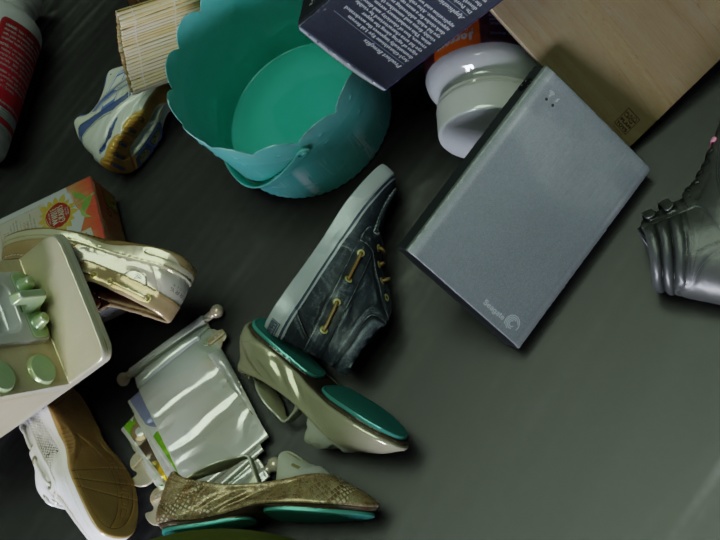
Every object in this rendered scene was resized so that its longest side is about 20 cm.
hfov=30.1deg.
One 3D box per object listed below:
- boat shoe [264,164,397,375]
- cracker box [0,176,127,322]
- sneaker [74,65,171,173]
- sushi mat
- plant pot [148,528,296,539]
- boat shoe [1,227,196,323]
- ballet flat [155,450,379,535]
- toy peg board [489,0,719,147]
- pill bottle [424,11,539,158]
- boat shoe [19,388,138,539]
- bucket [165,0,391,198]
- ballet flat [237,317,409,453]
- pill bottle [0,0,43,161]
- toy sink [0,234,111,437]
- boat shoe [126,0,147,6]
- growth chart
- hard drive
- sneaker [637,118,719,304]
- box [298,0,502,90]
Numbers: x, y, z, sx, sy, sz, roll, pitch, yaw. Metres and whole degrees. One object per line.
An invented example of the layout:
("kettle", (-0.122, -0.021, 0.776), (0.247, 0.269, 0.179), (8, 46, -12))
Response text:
("boat shoe", (0.000, 0.000, 1.223), (0.091, 0.071, 0.201), (33, 65, 1))
("cracker box", (-0.331, 0.010, 1.347), (0.199, 0.058, 0.134), (-23, 63, 9))
("sneaker", (-0.221, -0.200, 1.388), (0.088, 0.075, 0.200), (37, 84, 31))
("sushi mat", (-0.144, -0.244, 1.325), (0.199, 0.096, 0.012), (-23, 49, -18))
("plant pot", (-0.120, 0.282, 1.060), (0.186, 0.200, 0.188), (-8, 65, 18))
("boat shoe", (-0.254, 0.009, 1.246), (0.199, 0.074, 0.070), (7, 67, 21))
("ballet flat", (-0.083, 0.189, 1.155), (0.199, 0.071, 0.066), (-6, 68, 9))
("toy peg board", (0.227, -0.251, 1.183), (0.199, 0.200, 0.098), (-45, 27, 7))
("pill bottle", (0.114, -0.211, 1.237), (0.114, 0.114, 0.201), (-10, 63, 17))
("boat shoe", (-0.266, 0.190, 1.238), (0.069, 0.071, 0.200), (-52, 45, 16))
("bucket", (-0.073, -0.175, 1.280), (0.206, 0.135, 0.208), (-8, 66, 17))
("ballet flat", (-0.040, 0.118, 1.188), (0.200, 0.069, 0.070), (38, 84, 32))
("pill bottle", (-0.412, -0.224, 1.453), (0.112, 0.112, 0.201), (4, 69, 23))
("toy sink", (-0.342, 0.069, 1.204), (0.200, 0.112, 0.131), (-32, 76, 32))
("boat shoe", (-0.246, -0.345, 1.466), (0.072, 0.068, 0.201), (-31, 60, 6))
("growth chart", (-0.158, 0.144, 1.242), (0.144, 0.018, 0.201), (-31, 60, 7))
("hard drive", (0.142, -0.054, 1.151), (0.200, 0.139, 0.033), (-53, 21, -7))
("sneaker", (0.285, -0.066, 1.129), (0.099, 0.071, 0.201), (1, 72, 17))
("box", (0.053, -0.276, 1.135), (0.200, 0.104, 0.149), (-32, 36, 40))
